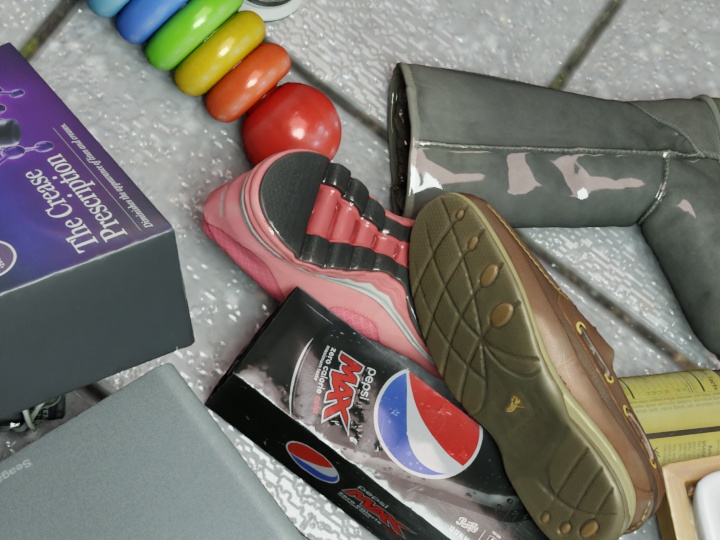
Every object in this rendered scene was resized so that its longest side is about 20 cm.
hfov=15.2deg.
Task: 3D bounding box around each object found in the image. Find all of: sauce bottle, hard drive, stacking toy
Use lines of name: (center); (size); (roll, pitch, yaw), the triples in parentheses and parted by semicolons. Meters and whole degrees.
sauce bottle: (0.184, 0.086, 1.476); (0.200, 0.065, 0.065); (-3, 74, -18)
hard drive: (-0.100, 0.142, 1.242); (0.140, 0.033, 0.200); (-32, 46, -10)
stacking toy: (-0.085, -0.131, 1.461); (0.200, 0.085, 0.085); (47, 66, -5)

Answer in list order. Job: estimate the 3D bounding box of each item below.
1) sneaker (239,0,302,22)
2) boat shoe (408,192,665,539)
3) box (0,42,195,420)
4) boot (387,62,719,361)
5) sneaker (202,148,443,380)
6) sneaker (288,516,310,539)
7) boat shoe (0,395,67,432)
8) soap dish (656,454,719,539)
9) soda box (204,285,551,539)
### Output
sneaker: (-0.055, -0.248, 1.480); (0.076, 0.115, 0.201); (-9, 76, -19)
boat shoe: (0.092, 0.049, 1.398); (0.068, 0.072, 0.200); (-16, 74, -49)
box: (-0.190, -0.017, 1.328); (0.141, 0.079, 0.200); (-24, 41, -19)
boot: (0.118, -0.033, 1.487); (0.200, 0.073, 0.182); (5, 55, -23)
sneaker: (0.000, 0.000, 1.447); (0.200, 0.087, 0.074); (35, 63, -30)
sneaker: (-0.062, 0.133, 1.381); (0.200, 0.080, 0.086); (36, 31, -19)
boat shoe: (-0.174, 0.047, 1.374); (0.071, 0.072, 0.200); (46, 64, 6)
soap dish: (0.245, 0.192, 1.445); (0.157, 0.081, 0.200); (-8, 80, -19)
soda box: (0.020, 0.099, 1.417); (0.200, 0.071, 0.063); (37, 66, -3)
